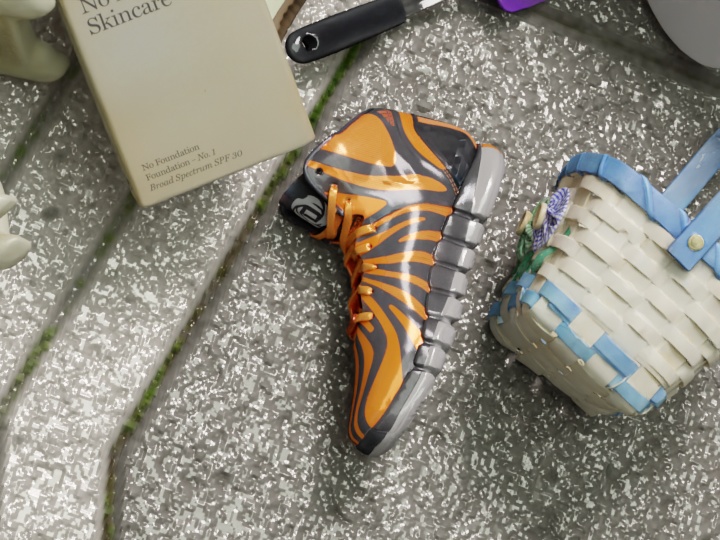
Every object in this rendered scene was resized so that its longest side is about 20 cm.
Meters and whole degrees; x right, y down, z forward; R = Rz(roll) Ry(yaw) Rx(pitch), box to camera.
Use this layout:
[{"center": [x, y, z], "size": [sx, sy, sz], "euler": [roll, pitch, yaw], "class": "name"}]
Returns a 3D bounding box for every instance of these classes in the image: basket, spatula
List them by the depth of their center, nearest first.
[{"center": [0.171, -0.018, 1.518], "size": [0.200, 0.176, 0.139], "euler": [-44, 92, -10], "class": "basket"}, {"center": [0.038, -0.155, 1.566], "size": [0.200, 0.021, 0.057], "euler": [-25, 94, -29], "class": "spatula"}]

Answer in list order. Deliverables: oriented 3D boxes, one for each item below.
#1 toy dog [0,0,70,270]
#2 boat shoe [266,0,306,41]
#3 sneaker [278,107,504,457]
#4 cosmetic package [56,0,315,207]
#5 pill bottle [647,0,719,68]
[{"center": [-0.255, -0.060, 1.400], "size": [0.194, 0.140, 0.200], "euler": [19, 74, -6], "class": "toy dog"}, {"center": [-0.060, -0.174, 1.526], "size": [0.076, 0.072, 0.200], "euler": [31, 71, -5], "class": "boat shoe"}, {"center": [0.000, 0.000, 1.516], "size": [0.112, 0.078, 0.200], "euler": [22, 62, -10], "class": "sneaker"}, {"center": [-0.107, -0.147, 1.422], "size": [0.103, 0.073, 0.200], "euler": [-23, 113, -5], "class": "cosmetic package"}, {"center": [0.270, -0.204, 1.621], "size": [0.200, 0.116, 0.116], "euler": [-30, 90, -22], "class": "pill bottle"}]
